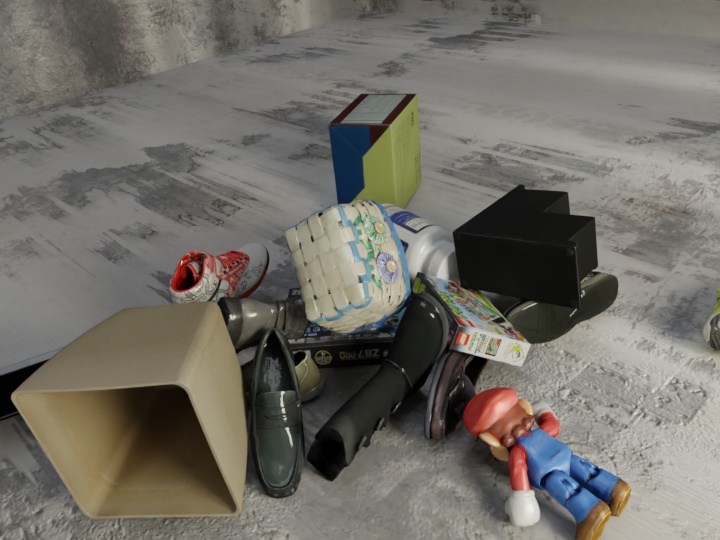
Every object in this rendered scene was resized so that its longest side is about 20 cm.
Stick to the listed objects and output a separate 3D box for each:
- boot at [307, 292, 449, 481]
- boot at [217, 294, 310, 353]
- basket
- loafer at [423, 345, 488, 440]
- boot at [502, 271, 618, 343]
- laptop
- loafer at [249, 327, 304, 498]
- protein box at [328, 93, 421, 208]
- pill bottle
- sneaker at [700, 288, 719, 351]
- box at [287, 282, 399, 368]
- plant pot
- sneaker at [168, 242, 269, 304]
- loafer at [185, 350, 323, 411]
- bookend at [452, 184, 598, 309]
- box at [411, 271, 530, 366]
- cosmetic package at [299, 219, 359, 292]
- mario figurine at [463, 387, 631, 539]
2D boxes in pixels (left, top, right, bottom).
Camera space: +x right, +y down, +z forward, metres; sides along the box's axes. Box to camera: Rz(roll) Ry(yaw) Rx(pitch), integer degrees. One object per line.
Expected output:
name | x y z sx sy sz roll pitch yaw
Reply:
boot | 0.021 0.137 0.793 0.065 0.167 0.199 30 43 28
boot | -0.144 0.090 0.915 0.129 0.200 0.071 -2 71 -27
basket | 0.000 0.000 0.874 0.137 0.180 0.199 -23 -11 21
loafer | 0.130 0.144 0.856 0.062 0.073 0.201 8 31 16
boot | 0.271 0.033 1.013 0.200 0.075 0.154 -19 28 -19
laptop | -0.467 0.132 0.944 0.184 0.118 0.200 -18 32 -19
loafer | -0.105 0.168 0.799 0.066 0.071 0.204 -5 59 -4
protein box | 0.038 -0.245 1.385 0.132 0.202 0.201 6 32 19
pill bottle | 0.092 -0.032 1.109 0.110 0.113 0.199 -24 35 -28
sneaker | 0.525 0.062 0.920 0.197 0.077 0.076 -15 22 -33
box | -0.021 0.079 1.009 0.195 0.050 0.162 -5 33 3
plant pot | -0.231 0.146 0.764 0.195 0.203 0.178 -5 34 12
sneaker | -0.210 -0.001 1.000 0.066 0.109 0.202 16 50 25
loafer | -0.150 0.147 0.901 0.195 0.071 0.076 -11 31 -7
bookend | 0.275 -0.045 0.979 0.196 0.094 0.199 10 33 43
box | 0.148 0.064 0.930 0.108 0.035 0.200 16 16 -17
cosmetic package | -0.055 -0.031 1.084 0.085 0.106 0.200 -7 10 -3
mario figurine | 0.196 0.215 0.741 0.199 0.107 0.122 39 15 37
